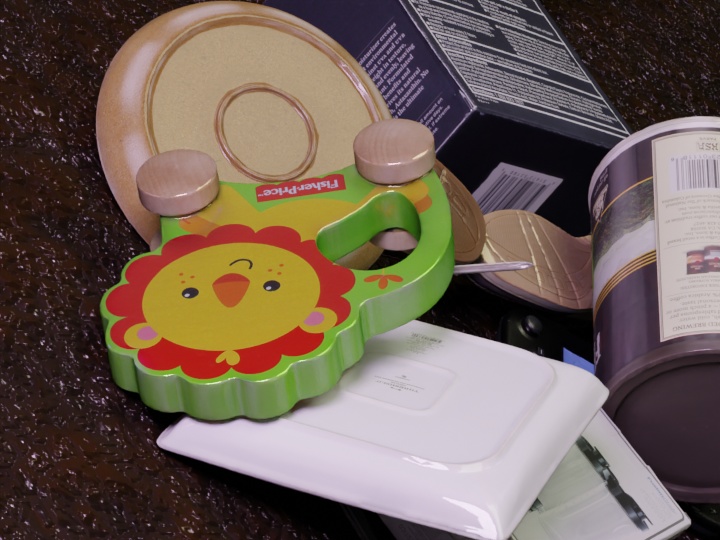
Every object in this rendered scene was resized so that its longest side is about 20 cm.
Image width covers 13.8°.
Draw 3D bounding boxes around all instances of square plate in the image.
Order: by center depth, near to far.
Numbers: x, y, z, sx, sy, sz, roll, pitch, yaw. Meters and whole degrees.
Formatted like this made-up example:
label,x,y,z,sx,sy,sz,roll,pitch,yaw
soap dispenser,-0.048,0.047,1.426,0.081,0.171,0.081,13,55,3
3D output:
label,x,y,z,sx,sy,sz,roll,pitch,yaw
square plate,0.017,0.072,1.629,0.199,0.029,0.198,15,27,16

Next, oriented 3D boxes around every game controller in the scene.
label,x,y,z,sx,sy,sz,roll,pitch,yaw
game controller,0.167,0.099,1.904,0.199,0.042,0.105,30,27,-20

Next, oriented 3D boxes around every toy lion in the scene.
label,x,y,z,sx,sy,sz,roll,pitch,yaw
toy lion,-0.044,0.006,1.631,0.199,0.069,0.192,-9,38,-2

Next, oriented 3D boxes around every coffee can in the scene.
label,x,y,z,sx,sy,sz,roll,pitch,yaw
coffee can,0.218,0.024,1.875,0.146,0.146,0.201,28,42,-24

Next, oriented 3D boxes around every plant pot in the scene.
label,x,y,z,sx,sy,sz,roll,pitch,yaw
plant pot,-0.060,-0.078,1.779,0.199,0.027,0.201,10,63,-21

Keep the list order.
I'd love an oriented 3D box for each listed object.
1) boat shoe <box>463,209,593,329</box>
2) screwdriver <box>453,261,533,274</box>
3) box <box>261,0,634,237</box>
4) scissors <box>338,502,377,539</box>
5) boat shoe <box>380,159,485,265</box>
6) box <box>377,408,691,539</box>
label,x,y,z,sx,sy,sz,roll,pitch,yaw
boat shoe,0.120,0.008,1.962,0.200,0.065,0.072,6,57,-54
screwdriver,0.000,0.000,1.697,0.028,0.199,0.029,63,21,-58
box,0.058,-0.117,2.009,0.200,0.123,0.199,13,37,-47
scissors,-0.034,0.090,1.677,0.073,0.014,0.200,26,30,-32
boat shoe,-0.019,-0.047,1.846,0.199,0.072,0.072,20,58,-18
box,0.101,0.139,1.714,0.117,0.060,0.200,51,27,11
